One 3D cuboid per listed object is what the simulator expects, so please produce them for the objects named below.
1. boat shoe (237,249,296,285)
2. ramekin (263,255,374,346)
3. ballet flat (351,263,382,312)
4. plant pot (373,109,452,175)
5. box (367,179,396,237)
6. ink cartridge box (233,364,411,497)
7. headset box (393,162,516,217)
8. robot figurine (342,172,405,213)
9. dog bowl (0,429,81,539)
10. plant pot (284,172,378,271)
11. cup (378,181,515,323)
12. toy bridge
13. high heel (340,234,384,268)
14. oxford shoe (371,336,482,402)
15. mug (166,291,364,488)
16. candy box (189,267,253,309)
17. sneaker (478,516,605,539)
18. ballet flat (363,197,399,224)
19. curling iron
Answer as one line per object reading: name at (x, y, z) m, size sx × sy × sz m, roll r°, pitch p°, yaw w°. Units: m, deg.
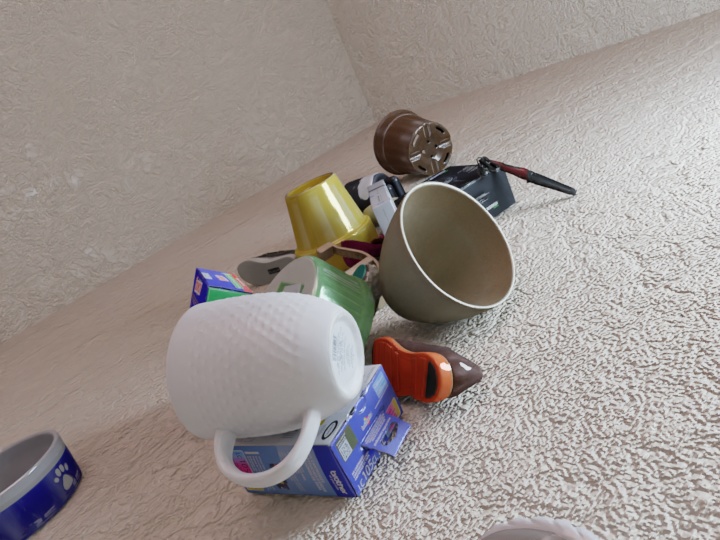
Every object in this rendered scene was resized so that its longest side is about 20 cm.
boat shoe at (-0.218, -0.012, 1.487) m, size 0.196 × 0.072 × 0.064 m, roll -6°, pitch 25°, yaw 28°
ramekin at (-0.080, 0.078, 0.852) m, size 0.199 × 0.097 × 0.202 m, roll -39°, pitch 33°, yaw 31°
ballet flat at (-0.021, 0.085, 0.924) m, size 0.202 × 0.071 × 0.072 m, roll -55°, pitch 19°, yaw 2°
plant pot at (0.167, -0.375, 1.796) m, size 0.198 × 0.203 × 0.198 m, roll -29°, pitch 27°, yaw -14°
box at (0.065, -0.078, 1.134) m, size 0.041 × 0.158 × 0.200 m, roll -25°, pitch 18°, yaw 5°
ink cartridge box at (-0.041, 0.182, 0.684) m, size 0.197 × 0.077 × 0.137 m, roll -14°, pitch 22°, yaw 36°
headset box at (0.195, -0.141, 1.234) m, size 0.173 × 0.094 × 0.199 m, roll -32°, pitch 20°, yaw -19°
robot figurine at (0.020, -0.176, 1.527) m, size 0.197 × 0.128 × 0.149 m, roll -12°, pitch -8°, yaw 36°
dog bowl at (-0.539, 0.343, 0.912) m, size 0.197 × 0.080 × 0.201 m, roll -23°, pitch 17°, yaw 8°
plant pot at (-0.080, -0.111, 1.368) m, size 0.198 × 0.191 × 0.201 m, roll -23°, pitch 18°, yaw 8°
cup at (0.104, -0.003, 0.868) m, size 0.200 × 0.200 × 0.143 m, roll -43°, pitch -2°, yaw -44°
toy bridge at (0.000, 0.000, 1.088) m, size 0.067 × 0.028 × 0.199 m, roll -33°, pitch 46°, yaw -21°
high heel at (0.018, -0.058, 1.233) m, size 0.066 × 0.097 × 0.201 m, roll -22°, pitch 18°, yaw 24°
oxford shoe at (0.074, 0.123, 0.742) m, size 0.071 × 0.073 × 0.199 m, roll -1°, pitch 4°, yaw -25°
mug at (-0.092, 0.119, 0.616) m, size 0.172 × 0.148 × 0.203 m, roll -10°, pitch 54°, yaw 22°
candy box at (-0.237, 0.111, 0.951) m, size 0.076 × 0.204 × 0.169 m, roll 8°, pitch 6°, yaw -22°
sneaker at (0.140, 0.212, 0.352) m, size 0.198 × 0.076 × 0.082 m, roll -3°, pitch 26°, yaw 49°
ballet flat at (0.100, -0.138, 1.391) m, size 0.196 × 0.071 × 0.070 m, roll -14°, pitch 20°, yaw 12°
curling iron at (0.311, -0.175, 1.130) m, size 0.197 × 0.026 × 0.050 m, roll 21°, pitch 53°, yaw 15°
